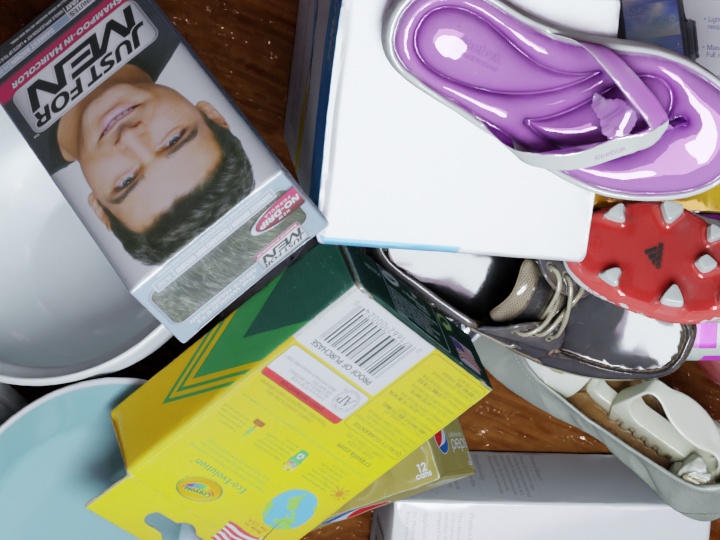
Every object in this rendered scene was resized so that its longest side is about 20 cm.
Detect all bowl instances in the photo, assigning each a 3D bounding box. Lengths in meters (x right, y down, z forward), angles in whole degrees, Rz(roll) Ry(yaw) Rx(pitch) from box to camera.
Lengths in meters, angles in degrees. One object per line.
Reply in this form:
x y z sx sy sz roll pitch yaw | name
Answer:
-0.158 -0.019 1.469 0.201 0.201 0.090 -30 155 5 | bowl

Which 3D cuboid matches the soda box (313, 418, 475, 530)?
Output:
-0.039 0.120 1.528 0.200 0.064 0.068 -21 81 20 | soda box

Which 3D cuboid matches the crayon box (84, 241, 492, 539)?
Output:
-0.044 0.081 1.426 0.200 0.051 0.127 -38 133 15 | crayon box

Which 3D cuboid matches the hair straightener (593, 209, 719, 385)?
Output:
0.187 -0.022 1.567 0.077 0.041 0.200 -45 104 -10 | hair straightener

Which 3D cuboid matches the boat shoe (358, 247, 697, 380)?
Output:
0.091 0.017 1.454 0.200 0.073 0.075 18 100 1 | boat shoe

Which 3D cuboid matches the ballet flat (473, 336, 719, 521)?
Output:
0.151 0.069 1.544 0.200 0.064 0.067 38 59 5 | ballet flat

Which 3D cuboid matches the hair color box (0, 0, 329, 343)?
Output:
-0.112 -0.067 1.368 0.099 0.200 0.061 -39 142 1 | hair color box

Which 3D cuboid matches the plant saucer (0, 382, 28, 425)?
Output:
-0.285 0.109 1.481 0.200 0.050 0.200 -4 154 -2 | plant saucer

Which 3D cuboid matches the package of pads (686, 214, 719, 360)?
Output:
0.242 -0.047 1.516 0.154 0.068 0.201 1 94 -8 | package of pads

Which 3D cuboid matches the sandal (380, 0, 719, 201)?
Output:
0.104 -0.083 1.307 0.202 0.050 0.083 18 105 -13 | sandal

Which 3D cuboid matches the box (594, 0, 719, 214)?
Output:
0.177 -0.132 1.452 0.119 0.041 0.201 3 91 -4 | box

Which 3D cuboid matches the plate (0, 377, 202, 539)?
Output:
-0.156 0.151 1.454 0.200 0.026 0.201 -14 114 -33 | plate

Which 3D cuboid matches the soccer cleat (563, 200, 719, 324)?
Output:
0.207 0.005 1.440 0.199 0.085 0.069 3 72 -5 | soccer cleat

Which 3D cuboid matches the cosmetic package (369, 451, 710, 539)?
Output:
0.109 0.176 1.601 0.199 0.081 0.113 3 110 -9 | cosmetic package

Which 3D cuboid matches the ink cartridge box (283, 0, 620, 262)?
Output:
0.044 -0.107 1.424 0.146 0.200 0.146 4 108 -8 | ink cartridge box

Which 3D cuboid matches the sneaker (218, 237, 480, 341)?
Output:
0.000 0.000 1.524 0.200 0.075 0.115 -23 114 6 | sneaker
